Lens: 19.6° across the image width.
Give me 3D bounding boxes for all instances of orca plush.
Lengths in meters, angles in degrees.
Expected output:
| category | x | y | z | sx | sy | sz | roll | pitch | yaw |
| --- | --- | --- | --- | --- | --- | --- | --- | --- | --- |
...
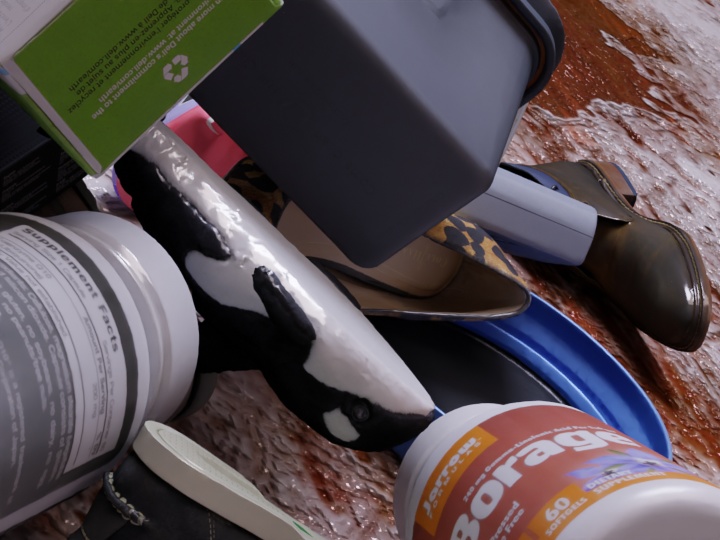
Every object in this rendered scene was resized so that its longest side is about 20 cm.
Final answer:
| category | x | y | z | sx | sy | sz | roll | pitch | yaw |
| --- | --- | --- | --- | --- | --- | --- | --- | --- | --- |
| orca plush | -0.062 | 0.012 | 0.864 | 0.200 | 0.071 | 0.105 | 43 | 9 | -15 |

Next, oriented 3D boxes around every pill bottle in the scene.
| category | x | y | z | sx | sy | sz | roll | pitch | yaw |
| --- | --- | --- | --- | --- | --- | --- | --- | --- | --- |
| pill bottle | 0.083 | 0.117 | 0.849 | 0.111 | 0.113 | 0.200 | 23 | 2 | -20 |
| pill bottle | -0.148 | 0.041 | 0.761 | 0.114 | 0.114 | 0.200 | 38 | 24 | 13 |

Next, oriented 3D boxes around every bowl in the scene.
| category | x | y | z | sx | sy | sz | roll | pitch | yaw |
| --- | --- | --- | --- | --- | --- | --- | --- | --- | --- |
| bowl | 0.068 | 0.062 | 1.085 | 0.199 | 0.040 | 0.201 | 27 | 24 | -13 |

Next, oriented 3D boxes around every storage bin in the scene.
| category | x | y | z | sx | sy | sz | roll | pitch | yaw |
| --- | --- | --- | --- | --- | --- | --- | --- | --- | --- |
| storage bin | -0.003 | -0.109 | 0.928 | 0.200 | 0.145 | 0.135 | 45 | 30 | -20 |

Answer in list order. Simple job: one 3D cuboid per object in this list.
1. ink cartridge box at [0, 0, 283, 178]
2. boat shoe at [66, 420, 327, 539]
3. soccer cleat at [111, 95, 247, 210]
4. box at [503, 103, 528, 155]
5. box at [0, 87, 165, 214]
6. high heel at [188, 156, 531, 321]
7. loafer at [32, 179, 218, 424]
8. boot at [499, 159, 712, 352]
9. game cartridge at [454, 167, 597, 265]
| category | x | y | z | sx | sy | sz | roll | pitch | yaw |
| --- | --- | --- | --- | --- | --- | --- | --- | --- | --- |
| ink cartridge box | -0.154 | -0.089 | 0.821 | 0.148 | 0.200 | 0.076 | 41 | -6 | 43 |
| boat shoe | -0.024 | 0.136 | 0.808 | 0.199 | 0.068 | 0.072 | 37 | -3 | -25 |
| soccer cleat | -0.055 | -0.093 | 1.120 | 0.199 | 0.067 | 0.076 | -34 | 41 | -20 |
| box | 0.025 | -0.130 | 1.298 | 0.068 | 0.083 | 0.200 | 19 | 14 | -32 |
| box | -0.202 | -0.075 | 0.892 | 0.160 | 0.044 | 0.200 | 34 | 49 | 19 |
| high heel | 0.000 | 0.000 | 0.981 | 0.141 | 0.072 | 0.200 | 22 | 17 | 13 |
| loafer | -0.148 | -0.006 | 0.917 | 0.200 | 0.072 | 0.063 | 43 | 33 | 15 |
| boot | 0.141 | -0.011 | 1.298 | 0.096 | 0.075 | 0.200 | 7 | 25 | -23 |
| game cartridge | 0.042 | -0.044 | 1.157 | 0.132 | 0.042 | 0.200 | 16 | 0 | -25 |
